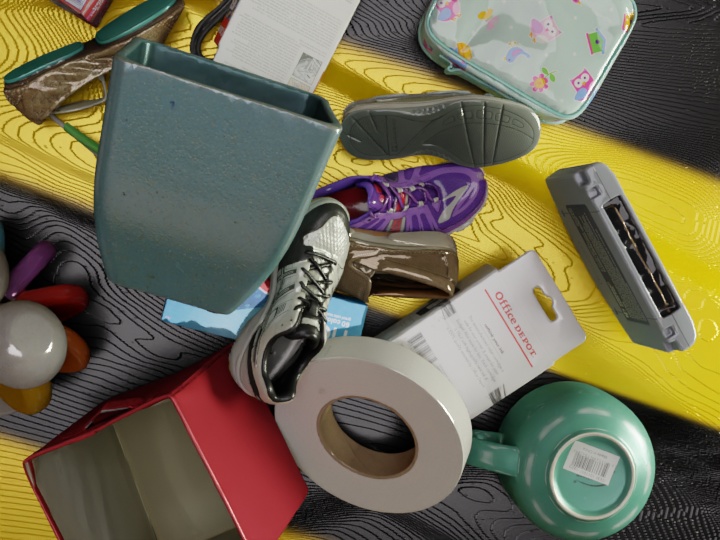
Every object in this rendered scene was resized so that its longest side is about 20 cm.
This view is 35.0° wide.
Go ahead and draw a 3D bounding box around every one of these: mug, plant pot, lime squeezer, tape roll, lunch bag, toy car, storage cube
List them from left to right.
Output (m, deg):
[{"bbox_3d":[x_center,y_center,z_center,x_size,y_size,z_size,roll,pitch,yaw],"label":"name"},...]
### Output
[{"bbox_3d":[-0.343,0.034,1.108,0.200,0.175,0.150,51,55,-5],"label":"toy car"},{"bbox_3d":[-0.199,-0.110,1.139,0.198,0.038,0.071,4,77,-8],"label":"lime squeezer"},{"bbox_3d":[-0.176,0.199,1.084,0.170,0.180,0.201,-25,96,17],"label":"storage cube"},{"bbox_3d":[-0.145,-0.079,1.036,0.195,0.196,0.202,17,104,-10],"label":"plant pot"},{"bbox_3d":[0.011,0.154,1.129,0.201,0.037,0.204,12,127,16],"label":"tape roll"},{"bbox_3d":[0.161,-0.248,1.152,0.199,0.077,0.161,29,93,-5],"label":"lunch bag"},{"bbox_3d":[0.207,0.203,1.164,0.184,0.114,0.153,-26,95,-2],"label":"mug"}]

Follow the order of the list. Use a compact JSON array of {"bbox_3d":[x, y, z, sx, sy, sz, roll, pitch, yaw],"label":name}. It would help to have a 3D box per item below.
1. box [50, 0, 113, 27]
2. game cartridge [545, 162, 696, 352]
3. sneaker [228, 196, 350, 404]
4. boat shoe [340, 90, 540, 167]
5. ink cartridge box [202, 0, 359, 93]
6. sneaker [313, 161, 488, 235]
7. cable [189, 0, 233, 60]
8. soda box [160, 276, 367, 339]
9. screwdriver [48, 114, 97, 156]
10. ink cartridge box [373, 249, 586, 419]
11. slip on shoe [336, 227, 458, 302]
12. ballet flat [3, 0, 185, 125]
[{"bbox_3d":[-0.253,-0.351,1.106,0.099,0.095,0.201,31,91,-6],"label":"box"},{"bbox_3d":[0.257,-0.015,1.144,0.041,0.133,0.201,-30,96,-1],"label":"game cartridge"},{"bbox_3d":[-0.050,0.033,1.063,0.075,0.088,0.202,19,96,-31],"label":"sneaker"},{"bbox_3d":[0.080,-0.149,1.150,0.200,0.065,0.075,-2,122,3],"label":"boat shoe"},{"bbox_3d":[-0.083,-0.232,1.134,0.108,0.050,0.201,25,100,-19],"label":"ink cartridge box"},{"bbox_3d":[0.034,-0.066,1.145,0.198,0.083,0.081,-13,81,-4],"label":"sneaker"},{"bbox_3d":[-0.114,-0.299,1.159,0.096,0.050,0.202,11,105,-22],"label":"cable"},{"bbox_3d":[-0.097,0.040,1.158,0.198,0.064,0.069,15,93,-6],"label":"soda box"},{"bbox_3d":[-0.258,-0.110,1.155,0.200,0.029,0.028,40,90,-6],"label":"screwdriver"},{"bbox_3d":[0.116,0.075,1.173,0.199,0.067,0.116,-33,96,-1],"label":"ink cartridge box"},{"bbox_3d":[0.000,0.000,1.142,0.198,0.076,0.061,1,62,-7],"label":"slip on shoe"},{"bbox_3d":[-0.256,-0.207,1.138,0.199,0.071,0.066,-26,121,-2],"label":"ballet flat"}]
